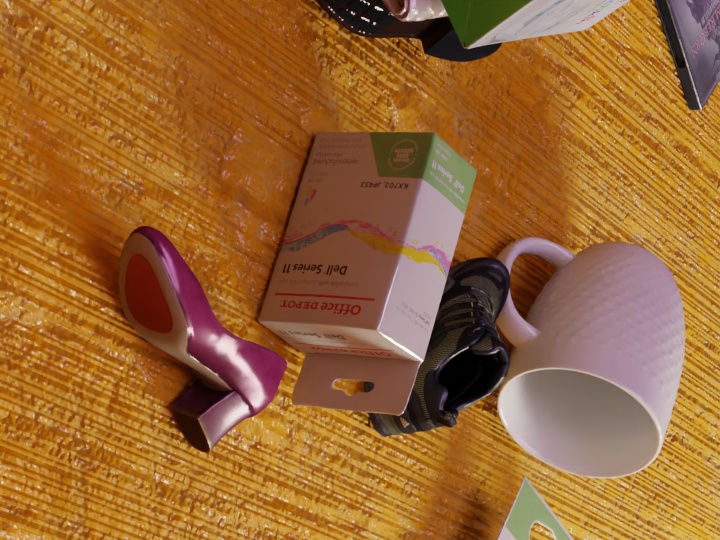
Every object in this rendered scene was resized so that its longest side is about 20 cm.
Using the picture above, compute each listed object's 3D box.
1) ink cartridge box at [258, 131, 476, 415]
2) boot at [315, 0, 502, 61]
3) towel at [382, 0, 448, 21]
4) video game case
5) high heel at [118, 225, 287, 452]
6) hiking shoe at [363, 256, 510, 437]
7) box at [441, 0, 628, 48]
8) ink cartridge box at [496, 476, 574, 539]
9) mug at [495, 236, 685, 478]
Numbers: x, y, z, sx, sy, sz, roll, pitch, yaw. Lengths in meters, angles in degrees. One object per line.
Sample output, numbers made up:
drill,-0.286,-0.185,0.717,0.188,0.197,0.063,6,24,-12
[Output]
ink cartridge box,0.000,0.000,1.574,0.067,0.116,0.202,37,62,-48
boot,0.026,-0.236,1.658,0.199,0.074,0.098,19,51,-42
towel,0.051,-0.286,1.632,0.199,0.032,0.192,-16,80,-53
video game case,0.334,-0.283,2.104,0.143,0.019,0.201,-54,132,-37
high heel,-0.107,0.028,1.469,0.096,0.067,0.201,-45,142,-31
hiking shoe,0.088,0.065,1.716,0.200,0.100,0.076,-54,133,-37
box,0.115,-0.282,1.601,0.176,0.096,0.201,-14,77,-50
ink cartridge box,0.117,0.297,1.819,0.146,0.048,0.201,52,52,-43
mug,0.192,0.052,1.844,0.199,0.147,0.176,37,50,-16
